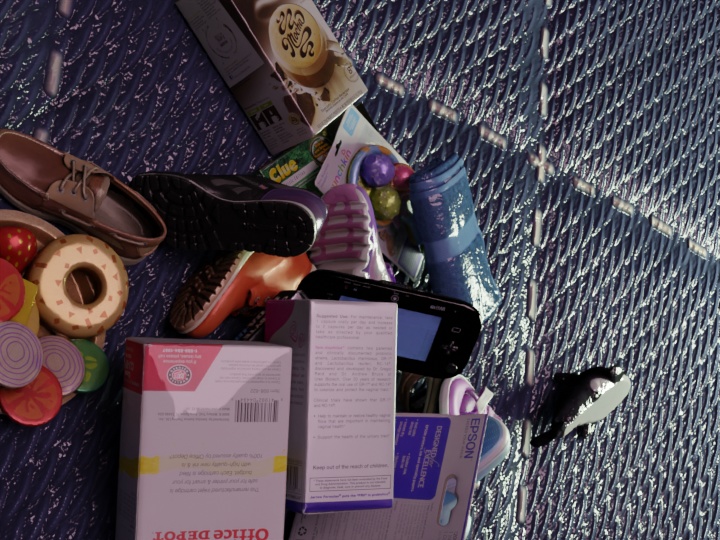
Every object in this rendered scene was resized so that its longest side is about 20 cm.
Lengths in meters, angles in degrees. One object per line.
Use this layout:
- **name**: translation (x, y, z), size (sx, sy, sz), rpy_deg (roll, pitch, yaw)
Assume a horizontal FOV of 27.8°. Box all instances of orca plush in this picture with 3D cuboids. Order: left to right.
- **orca plush**: translation (0.267, 0.163, 1.842), size (0.200, 0.071, 0.105), rpy_deg (-35, 146, -39)

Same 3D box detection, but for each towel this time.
- **towel**: translation (0.109, -0.029, 1.688), size (0.112, 0.048, 0.201), rpy_deg (-40, 120, -59)

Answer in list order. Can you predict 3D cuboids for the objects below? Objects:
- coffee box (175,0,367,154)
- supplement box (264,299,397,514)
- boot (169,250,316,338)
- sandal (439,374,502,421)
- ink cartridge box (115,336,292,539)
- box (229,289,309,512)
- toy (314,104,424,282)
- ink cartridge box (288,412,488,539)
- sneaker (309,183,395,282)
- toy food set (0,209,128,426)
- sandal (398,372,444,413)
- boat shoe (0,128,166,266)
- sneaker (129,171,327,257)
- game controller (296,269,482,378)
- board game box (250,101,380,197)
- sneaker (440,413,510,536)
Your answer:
- **coffee box**: translation (-0.097, -0.246, 1.604), size (0.200, 0.080, 0.113), rpy_deg (57, 47, -13)
- **supplement box**: translation (-0.032, 0.128, 1.416), size (0.103, 0.101, 0.201), rpy_deg (1, 89, -29)
- **boot**: translation (-0.115, 0.021, 1.509), size (0.107, 0.075, 0.200), rpy_deg (57, 45, -20)
- **sandal**: translation (0.138, 0.166, 1.660), size (0.203, 0.050, 0.083), rpy_deg (39, 46, -62)
- **ink cartridge box**: translation (-0.148, 0.166, 1.362), size (0.145, 0.083, 0.201), rpy_deg (3, 90, -24)
- **box**: translation (-0.089, 0.142, 1.469), size (0.200, 0.046, 0.159), rpy_deg (-45, 109, -22)
- **toy**: translation (0.038, -0.088, 1.673), size (0.200, 0.047, 0.115), rpy_deg (46, 55, -40)
- **ink cartridge box**: translation (0.029, 0.240, 1.483), size (0.043, 0.200, 0.199), rpy_deg (51, 45, -47)
- **sneaker**: translation (0.000, 0.000, 1.608), size (0.088, 0.080, 0.201), rpy_deg (-24, 111, -53)
- **toy food set**: translation (-0.311, 0.040, 1.332), size (0.200, 0.049, 0.198), rpy_deg (29, 59, -33)
- **sandal**: translation (0.073, 0.132, 1.660), size (0.080, 0.057, 0.201), rpy_deg (62, 21, -45)
- **boat shoe**: translation (-0.268, -0.078, 1.394), size (0.200, 0.072, 0.076), rpy_deg (33, 56, -31)
- **sneaker**: translation (-0.133, -0.064, 1.477), size (0.088, 0.199, 0.076), rpy_deg (-61, 162, -64)
- **game controller**: translation (0.025, 0.056, 1.532), size (0.199, 0.104, 0.042), rpy_deg (12, 44, -8)
- **board game box**: translation (-0.035, -0.108, 1.657), size (0.200, 0.023, 0.105), rpy_deg (-39, 106, -44)
- **sneaker**: translation (0.100, 0.237, 1.569), size (0.131, 0.200, 0.080), rpy_deg (40, 28, -36)
